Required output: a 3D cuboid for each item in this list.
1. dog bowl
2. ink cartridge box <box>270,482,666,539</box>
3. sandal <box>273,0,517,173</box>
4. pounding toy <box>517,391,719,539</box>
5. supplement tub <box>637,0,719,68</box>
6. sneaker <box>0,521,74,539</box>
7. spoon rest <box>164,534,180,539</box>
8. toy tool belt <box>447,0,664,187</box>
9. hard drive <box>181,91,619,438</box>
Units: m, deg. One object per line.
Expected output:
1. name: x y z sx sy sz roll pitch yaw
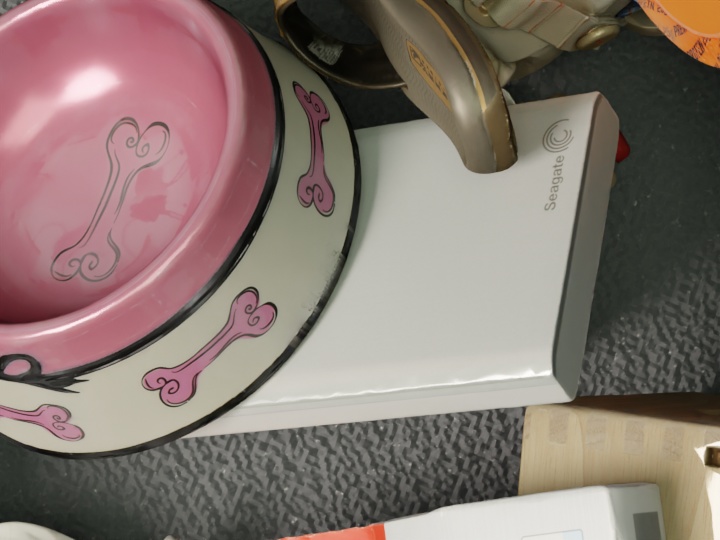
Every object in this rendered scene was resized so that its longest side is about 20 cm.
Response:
1. dog bowl: -0.104 -0.030 0.973 0.199 0.074 0.201 -13 57 21
2. ink cartridge box: 0.030 0.173 0.930 0.199 0.047 0.161 -12 82 31
3. sandal: -0.002 -0.100 0.977 0.054 0.082 0.200 -30 51 -6
4. pounding toy: 0.169 0.122 0.987 0.141 0.199 0.186 7 92 34
5. supplement tub: 0.197 -0.168 0.942 0.199 0.122 0.123 -34 92 -18
6. sneaker: -0.103 0.188 1.034 0.073 0.116 0.200 -23 129 14
7. spoon rest: -0.015 0.177 1.051 0.199 0.061 0.100 36 92 -15
8. toy tool belt: 0.083 -0.136 1.003 0.122 0.125 0.201 -31 93 9
9. hard drive: 0.000 0.000 0.969 0.199 0.027 0.133 -7 53 28
